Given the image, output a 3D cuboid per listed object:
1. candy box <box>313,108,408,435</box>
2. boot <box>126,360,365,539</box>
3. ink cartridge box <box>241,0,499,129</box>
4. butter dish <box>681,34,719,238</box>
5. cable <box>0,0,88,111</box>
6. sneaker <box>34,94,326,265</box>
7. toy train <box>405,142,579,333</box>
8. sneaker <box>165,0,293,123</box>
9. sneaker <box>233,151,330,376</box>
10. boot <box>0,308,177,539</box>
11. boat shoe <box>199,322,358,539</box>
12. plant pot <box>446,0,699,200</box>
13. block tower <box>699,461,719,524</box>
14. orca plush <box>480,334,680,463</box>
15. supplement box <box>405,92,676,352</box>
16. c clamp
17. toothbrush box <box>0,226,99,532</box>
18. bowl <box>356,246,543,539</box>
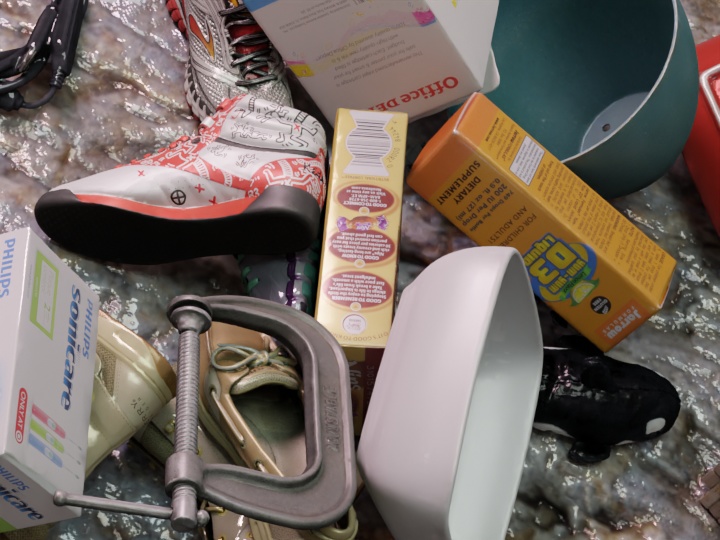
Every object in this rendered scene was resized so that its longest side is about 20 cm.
[{"bbox_3d":[0.000,0.000,1.140,0.056,0.117,0.201,3,54,1],"label":"candy box"},{"bbox_3d":[-0.099,0.145,1.035,0.154,0.072,0.200,39,46,4],"label":"boot"},{"bbox_3d":[0.011,-0.207,1.240,0.200,0.128,0.126,53,34,-32],"label":"ink cartridge box"},{"bbox_3d":[0.378,-0.110,1.375,0.199,0.148,0.201,-25,61,14],"label":"butter dish"},{"bbox_3d":[-0.285,-0.209,1.216,0.162,0.051,0.201,10,57,-11],"label":"cable"},{"bbox_3d":[-0.121,-0.066,1.141,0.200,0.067,0.108,0,52,11],"label":"sneaker"},{"bbox_3d":[0.111,-0.025,1.262,0.200,0.034,0.046,46,18,13],"label":"toy train"},{"bbox_3d":[-0.099,-0.181,1.248,0.078,0.082,0.201,-9,63,-28],"label":"sneaker"},{"bbox_3d":[-0.071,-0.006,1.165,0.087,0.075,0.201,2,50,4],"label":"sneaker"},{"bbox_3d":[-0.231,0.077,1.020,0.200,0.073,0.156,29,67,25],"label":"boot"},{"bbox_3d":[-0.053,0.095,1.009,0.073,0.063,0.201,0,52,-30],"label":"boat shoe"},{"bbox_3d":[0.186,-0.133,1.291,0.135,0.199,0.201,39,39,-44],"label":"plant pot"},{"bbox_3d":[0.335,0.212,1.186,0.058,0.054,0.200,-30,73,-35],"label":"block tower"},{"bbox_3d":[0.152,0.069,1.193,0.199,0.071,0.105,26,51,-5],"label":"orca plush"},{"bbox_3d":[0.133,-0.034,1.186,0.200,0.067,0.069,38,37,-8],"label":"supplement box"},{"bbox_3d":[-0.078,0.078,0.954,0.170,0.027,0.200,18,39,-13],"label":"c clamp"},{"bbox_3d":[-0.259,0.077,0.935,0.199,0.086,0.146,-12,55,17],"label":"toothbrush box"},{"bbox_3d":[0.059,0.095,1.062,0.074,0.200,0.201,10,66,17],"label":"bowl"}]
